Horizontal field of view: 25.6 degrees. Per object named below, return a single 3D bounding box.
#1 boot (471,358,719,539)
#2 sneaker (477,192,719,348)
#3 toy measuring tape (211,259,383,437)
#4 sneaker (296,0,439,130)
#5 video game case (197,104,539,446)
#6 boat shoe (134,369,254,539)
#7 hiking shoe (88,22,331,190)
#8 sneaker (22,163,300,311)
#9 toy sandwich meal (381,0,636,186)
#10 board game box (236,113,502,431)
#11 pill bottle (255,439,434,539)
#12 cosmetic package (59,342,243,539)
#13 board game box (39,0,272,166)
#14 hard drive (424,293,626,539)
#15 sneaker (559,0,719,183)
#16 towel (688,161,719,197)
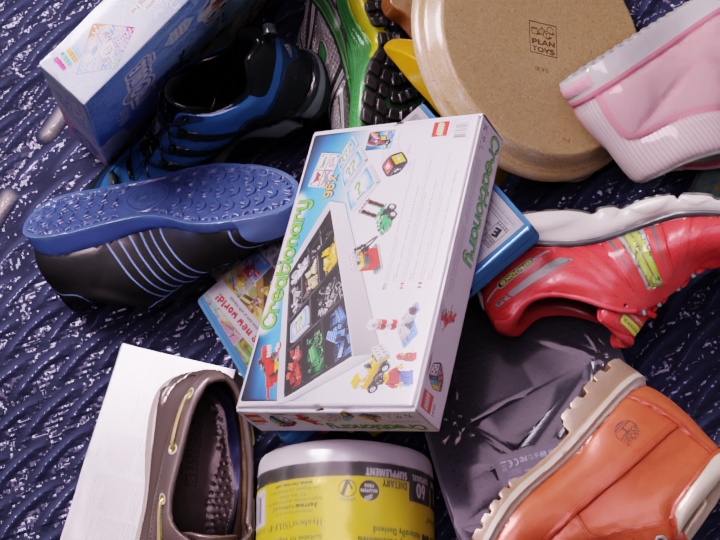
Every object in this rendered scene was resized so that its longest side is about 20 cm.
[{"bbox_3d":[0.132,0.156,0.920,0.107,0.075,0.200,37,78,21],"label":"boot"},{"bbox_3d":[0.172,0.006,0.988,0.199,0.077,0.085,-8,71,8],"label":"sneaker"},{"bbox_3d":[-0.036,0.052,1.054,0.074,0.074,0.200,-43,46,-7],"label":"toy measuring tape"},{"bbox_3d":[0.000,-0.135,1.110,0.085,0.078,0.201,-17,71,42],"label":"sneaker"},{"bbox_3d":[0.000,0.000,1.004,0.200,0.018,0.143,-41,48,4],"label":"video game case"},{"bbox_3d":[-0.098,0.160,0.967,0.072,0.059,0.201,6,78,-24],"label":"boat shoe"},{"bbox_3d":[-0.120,-0.102,1.081,0.200,0.087,0.075,-35,56,17],"label":"hiking shoe"},{"bbox_3d":[-0.125,-0.018,1.064,0.199,0.078,0.070,-5,39,19],"label":"sneaker"},{"bbox_3d":[0.102,-0.149,1.077,0.204,0.070,0.206,8,72,-26],"label":"toy sandwich meal"},{"bbox_3d":[0.007,0.001,0.962,0.126,0.035,0.201,-3,59,32],"label":"board game box"},{"bbox_3d":[-0.009,0.211,0.954,0.111,0.111,0.201,-3,70,8],"label":"pill bottle"},{"bbox_3d":[-0.141,0.155,1.028,0.082,0.051,0.201,12,73,13],"label":"cosmetic package"},{"bbox_3d":[-0.121,-0.170,1.064,0.043,0.200,0.199,44,82,2],"label":"board game box"},{"bbox_3d":[0.107,0.088,1.015,0.134,0.042,0.201,-15,68,3],"label":"hard drive"},{"bbox_3d":[0.230,-0.128,1.056,0.200,0.075,0.105,-34,92,-26],"label":"sneaker"},{"bbox_3d":[0.315,-0.107,1.042,0.146,0.022,0.200,16,72,34],"label":"towel"}]
